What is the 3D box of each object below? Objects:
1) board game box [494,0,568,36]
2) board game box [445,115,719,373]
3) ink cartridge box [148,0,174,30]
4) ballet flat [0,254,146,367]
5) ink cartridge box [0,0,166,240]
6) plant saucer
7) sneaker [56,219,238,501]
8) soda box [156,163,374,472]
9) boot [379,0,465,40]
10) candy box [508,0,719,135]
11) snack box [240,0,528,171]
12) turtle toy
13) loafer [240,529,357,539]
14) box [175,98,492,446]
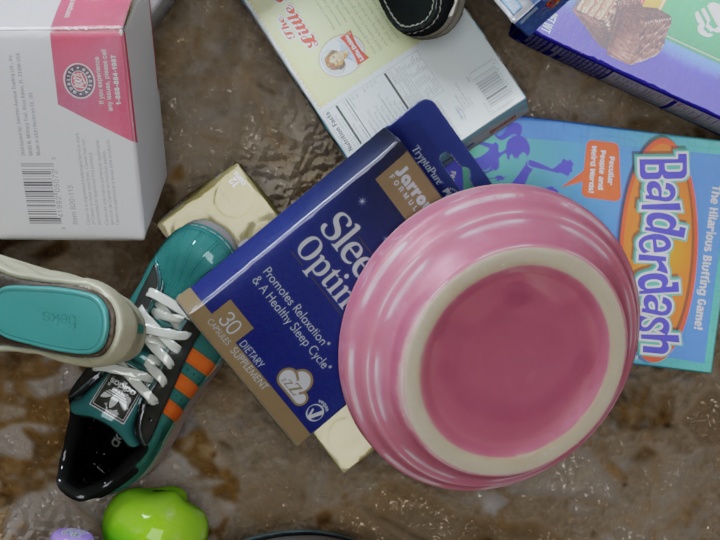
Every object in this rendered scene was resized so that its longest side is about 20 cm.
[{"bbox_3d":[0.090,-0.264,1.432,0.135,0.034,0.200,-42,70,10],"label":"board game box"},{"bbox_3d":[0.137,-0.020,1.489,0.199,0.045,0.153,6,92,-3],"label":"board game box"},{"bbox_3d":[-0.133,-0.246,1.418,0.117,0.067,0.200,37,114,-2],"label":"ink cartridge box"},{"bbox_3d":[-0.219,0.019,1.406,0.199,0.069,0.070,15,93,22],"label":"ballet flat"},{"bbox_3d":[-0.228,-0.100,1.410,0.199,0.083,0.147,1,121,6],"label":"ink cartridge box"},{"bbox_3d":[0.086,0.048,1.412,0.200,0.051,0.201,-7,112,-18],"label":"plant saucer"},{"bbox_3d":[-0.132,0.063,1.427,0.071,0.080,0.201,30,116,10],"label":"sneaker"},{"bbox_3d":[-0.045,0.028,1.474,0.068,0.064,0.200,-37,95,0],"label":"soda box"},{"bbox_3d":[-0.014,-0.237,1.365,0.073,0.153,0.205,-13,86,37],"label":"boot"},{"bbox_3d":[0.221,-0.187,1.468,0.199,0.077,0.170,24,91,-4],"label":"candy box"},{"bbox_3d":[0.004,-0.153,1.455,0.116,0.037,0.200,-33,78,-1],"label":"snack box"},{"bbox_3d":[-0.178,0.213,1.451,0.200,0.146,0.101,-29,70,-18],"label":"turtle toy"},{"bbox_3d":[-0.002,0.208,1.470,0.199,0.063,0.072,7,91,-15],"label":"loafer"},{"bbox_3d":[0.000,0.000,1.408,0.200,0.032,0.121,-40,118,-4],"label":"box"}]
